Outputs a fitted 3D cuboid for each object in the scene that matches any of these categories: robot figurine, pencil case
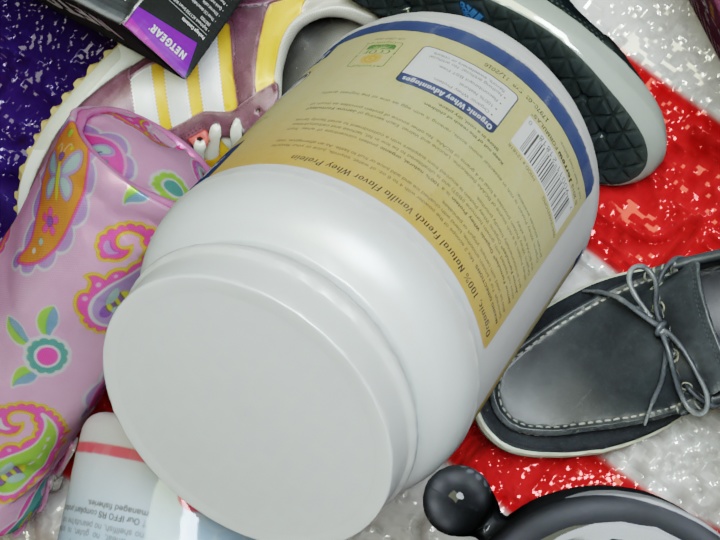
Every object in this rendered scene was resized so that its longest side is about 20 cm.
[{"bbox_3d":[0.091,0.146,0.688,0.124,0.200,0.152,-5,85,4],"label":"robot figurine"},{"bbox_3d":[-0.137,0.026,0.805,0.087,0.087,0.201,40,110,19],"label":"pencil case"}]

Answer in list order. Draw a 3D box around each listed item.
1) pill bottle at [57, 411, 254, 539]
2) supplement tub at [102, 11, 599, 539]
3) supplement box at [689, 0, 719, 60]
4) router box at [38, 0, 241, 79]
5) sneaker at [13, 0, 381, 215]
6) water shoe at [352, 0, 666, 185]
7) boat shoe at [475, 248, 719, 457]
[{"bbox_3d":[-0.086,0.168,0.776,0.108,0.109,0.202,8,80,15],"label":"pill bottle"},{"bbox_3d":[0.000,0.000,0.728,0.143,0.145,0.200,20,40,17],"label":"supplement tub"},{"bbox_3d":[0.200,-0.149,0.778,0.130,0.103,0.201,-27,72,8],"label":"supplement box"},{"bbox_3d":[-0.105,-0.187,0.845,0.200,0.051,0.150,30,83,45],"label":"router box"},{"bbox_3d":[-0.076,-0.068,0.843,0.090,0.075,0.200,39,90,24],"label":"sneaker"},{"bbox_3d":[0.068,-0.124,0.819,0.200,0.072,0.079,40,52,0],"label":"water shoe"},{"bbox_3d":[0.139,0.027,0.776,0.199,0.062,0.075,-17,76,11],"label":"boat shoe"}]
